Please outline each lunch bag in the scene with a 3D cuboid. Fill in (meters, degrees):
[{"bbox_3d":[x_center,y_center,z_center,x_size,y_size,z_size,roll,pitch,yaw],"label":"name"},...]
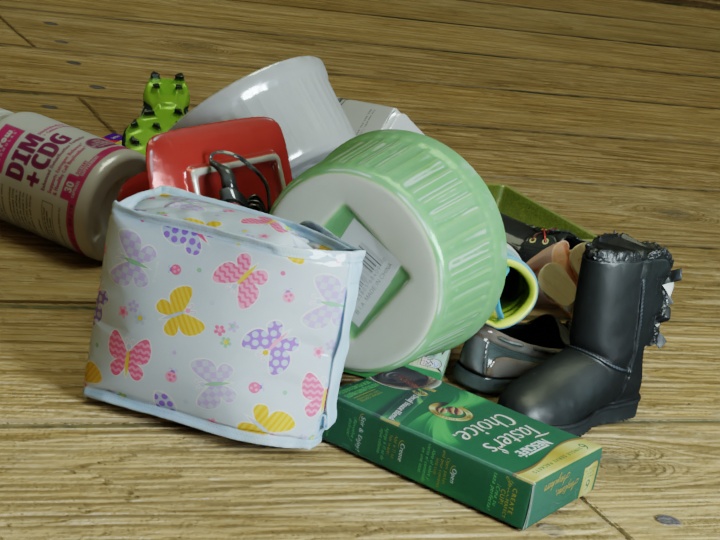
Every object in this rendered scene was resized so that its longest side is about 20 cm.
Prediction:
[{"bbox_3d":[-0.102,0.039,1.482,0.200,0.170,0.127,14,14,19],"label":"lunch bag"}]

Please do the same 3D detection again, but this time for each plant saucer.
[{"bbox_3d":[0.134,-0.046,2.092,0.200,0.048,0.200,-1,21,-32],"label":"plant saucer"}]

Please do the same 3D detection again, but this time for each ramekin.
[{"bbox_3d":[0.013,-0.011,1.564,0.200,0.200,0.098,19,24,24],"label":"ramekin"},{"bbox_3d":[-0.099,-0.116,1.846,0.200,0.200,0.098,-17,74,-57],"label":"ramekin"}]

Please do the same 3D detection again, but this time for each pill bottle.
[{"bbox_3d":[-0.309,-0.091,1.847,0.200,0.114,0.113,21,20,29],"label":"pill bottle"}]

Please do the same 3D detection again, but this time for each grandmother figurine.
[{"bbox_3d":[0.161,0.011,1.804,0.121,0.061,0.200,-21,2,-25],"label":"grandmother figurine"}]

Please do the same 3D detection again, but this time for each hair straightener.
[{"bbox_3d":[-0.091,-0.009,1.618,0.041,0.200,0.077,-16,2,26],"label":"hair straightener"}]

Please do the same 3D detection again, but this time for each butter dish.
[{"bbox_3d":[-0.154,-0.026,1.687,0.148,0.200,0.200,-9,5,35],"label":"butter dish"}]

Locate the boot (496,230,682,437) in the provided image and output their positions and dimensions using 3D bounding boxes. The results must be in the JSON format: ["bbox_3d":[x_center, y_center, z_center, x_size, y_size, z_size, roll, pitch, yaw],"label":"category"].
[{"bbox_3d":[0.198,0.055,1.625,0.073,0.163,0.198,24,21,38],"label":"boot"}]

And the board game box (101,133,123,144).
[{"bbox_3d":[-0.211,-0.091,2.016,0.200,0.046,0.151,15,18,12],"label":"board game box"}]

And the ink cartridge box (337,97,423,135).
[{"bbox_3d":[-0.006,-0.115,2.005,0.200,0.084,0.145,16,-19,47],"label":"ink cartridge box"}]

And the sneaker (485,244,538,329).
[{"bbox_3d":[0.064,0.004,1.649,0.199,0.080,0.131,1,11,-14],"label":"sneaker"}]

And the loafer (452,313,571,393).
[{"bbox_3d":[0.169,0.070,1.728,0.072,0.063,0.200,26,23,39],"label":"loafer"}]

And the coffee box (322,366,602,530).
[{"bbox_3d":[0.080,0.137,1.494,0.200,0.044,0.123,22,20,30],"label":"coffee box"}]

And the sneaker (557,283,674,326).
[{"bbox_3d":[0.238,0.032,1.801,0.084,0.073,0.200,22,-10,-7],"label":"sneaker"}]

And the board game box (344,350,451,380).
[{"bbox_3d":[0.026,0.035,1.723,0.134,0.029,0.200,14,33,5],"label":"board game box"}]

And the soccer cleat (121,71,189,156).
[{"bbox_3d":[-0.211,-0.140,1.969,0.067,0.081,0.200,5,29,0],"label":"soccer cleat"}]

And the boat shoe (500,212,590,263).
[{"bbox_3d":[0.200,-0.018,1.944,0.201,0.063,0.074,28,40,10],"label":"boat shoe"}]
